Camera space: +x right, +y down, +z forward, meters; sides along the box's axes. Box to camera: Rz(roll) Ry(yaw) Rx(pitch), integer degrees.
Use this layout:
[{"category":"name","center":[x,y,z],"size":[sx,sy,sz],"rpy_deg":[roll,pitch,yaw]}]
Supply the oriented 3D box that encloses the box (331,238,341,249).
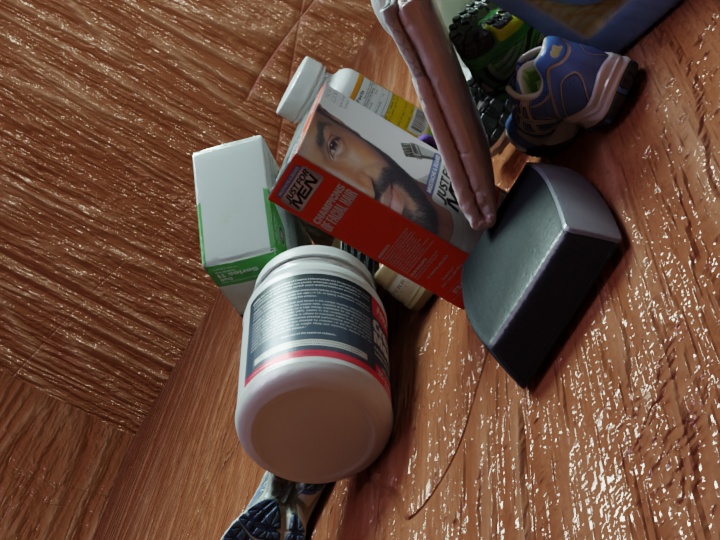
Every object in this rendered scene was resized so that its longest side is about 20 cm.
[{"category":"box","center":[-0.031,0.052,1.374],"size":[0.164,0.021,0.201],"rpy_deg":[72,-140,-62]}]

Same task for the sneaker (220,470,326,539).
[{"category":"sneaker","center":[-0.083,0.248,1.213],"size":[0.201,0.077,0.085],"rpy_deg":[-58,-2,-21]}]

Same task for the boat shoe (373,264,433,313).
[{"category":"boat shoe","center":[0.056,-0.041,1.259],"size":[0.074,0.066,0.200],"rpy_deg":[-55,12,32]}]

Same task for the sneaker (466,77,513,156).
[{"category":"sneaker","center":[0.153,-0.193,1.175],"size":[0.201,0.074,0.079],"rpy_deg":[-54,-18,5]}]

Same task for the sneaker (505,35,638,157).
[{"category":"sneaker","center":[0.157,-0.149,1.011],"size":[0.076,0.077,0.200],"rpy_deg":[-66,8,-13]}]

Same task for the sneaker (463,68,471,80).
[{"category":"sneaker","center":[0.122,-0.234,1.424],"size":[0.070,0.099,0.201],"rpy_deg":[-6,54,22]}]

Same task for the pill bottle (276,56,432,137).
[{"category":"pill bottle","center":[-0.002,-0.187,1.564],"size":[0.111,0.199,0.111],"rpy_deg":[-58,10,17]}]

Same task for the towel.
[{"category":"towel","center":[0.068,-0.147,1.004],"size":[0.032,0.192,0.200],"rpy_deg":[-19,19,13]}]

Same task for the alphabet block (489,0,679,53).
[{"category":"alphabet block","center":[0.191,-0.323,0.979],"size":[0.201,0.195,0.196],"rpy_deg":[-65,12,-25]}]

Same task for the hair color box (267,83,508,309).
[{"category":"hair color box","center":[0.029,-0.065,1.070],"size":[0.064,0.199,0.111],"rpy_deg":[-53,14,41]}]

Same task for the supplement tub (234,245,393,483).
[{"category":"supplement tub","center":[-0.042,0.083,1.137],"size":[0.141,0.140,0.200],"rpy_deg":[-56,21,31]}]

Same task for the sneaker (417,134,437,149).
[{"category":"sneaker","center":[0.056,-0.095,1.400],"size":[0.083,0.081,0.201],"rpy_deg":[-35,29,29]}]

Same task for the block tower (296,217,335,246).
[{"category":"block tower","center":[-0.033,-0.065,1.382],"size":[0.200,0.054,0.058],"rpy_deg":[54,-123,-68]}]

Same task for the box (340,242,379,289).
[{"category":"box","center":[0.000,0.000,1.276],"size":[0.110,0.034,0.201],"rpy_deg":[-79,-8,-63]}]

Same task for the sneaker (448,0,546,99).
[{"category":"sneaker","center":[0.153,-0.233,1.104],"size":[0.078,0.085,0.200],"rpy_deg":[14,53,44]}]

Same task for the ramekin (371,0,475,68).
[{"category":"ramekin","center":[0.114,-0.293,1.185],"size":[0.098,0.200,0.201],"rpy_deg":[41,105,43]}]

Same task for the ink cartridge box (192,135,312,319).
[{"category":"ink cartridge box","center":[-0.110,-0.029,1.346],"size":[0.200,0.083,0.147],"rpy_deg":[63,-165,-60]}]

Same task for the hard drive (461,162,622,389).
[{"category":"hard drive","center":[0.124,-0.009,0.896],"size":[0.135,0.042,0.200],"rpy_deg":[-59,10,16]}]
